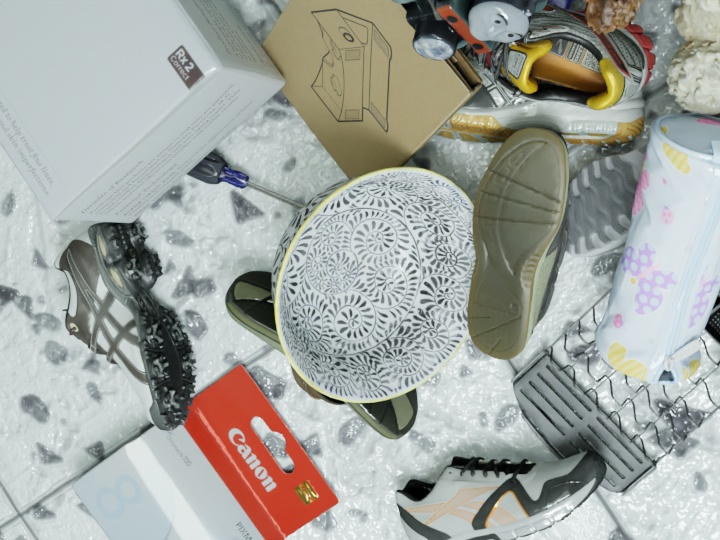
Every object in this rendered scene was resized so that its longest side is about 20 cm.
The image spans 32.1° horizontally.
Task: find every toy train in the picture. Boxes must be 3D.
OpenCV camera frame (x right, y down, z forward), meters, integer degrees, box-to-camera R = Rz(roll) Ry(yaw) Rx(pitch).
[{"bbox_3d":[0.092,-0.240,0.877,0.114,0.085,0.200,-4,60,40],"label":"toy train"}]

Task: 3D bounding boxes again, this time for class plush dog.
[{"bbox_3d":[0.235,-0.233,0.876,0.172,0.161,0.200,18,60,-7],"label":"plush dog"}]

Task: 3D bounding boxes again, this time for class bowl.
[{"bbox_3d":[0.000,0.000,1.040,0.200,0.094,0.201,-11,114,-27],"label":"bowl"}]

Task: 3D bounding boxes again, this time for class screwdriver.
[{"bbox_3d":[-0.085,-0.071,1.109,0.200,0.029,0.028,22,104,4],"label":"screwdriver"}]

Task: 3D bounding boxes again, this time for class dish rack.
[{"bbox_3d":[0.228,0.088,1.032,0.153,0.055,0.200,46,107,5],"label":"dish rack"}]

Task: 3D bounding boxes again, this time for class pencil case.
[{"bbox_3d":[0.231,-0.015,0.916,0.083,0.091,0.200,12,118,6],"label":"pencil case"}]

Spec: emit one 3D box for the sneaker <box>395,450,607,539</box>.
[{"bbox_3d":[0.112,0.189,1.061,0.200,0.074,0.080,-27,86,25],"label":"sneaker"}]

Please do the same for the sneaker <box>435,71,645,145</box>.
[{"bbox_3d":[0.130,-0.151,1.019,0.200,0.076,0.088,3,86,9],"label":"sneaker"}]

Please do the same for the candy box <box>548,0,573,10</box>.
[{"bbox_3d":[0.114,-0.314,0.985,0.169,0.077,0.200,20,102,10],"label":"candy box"}]

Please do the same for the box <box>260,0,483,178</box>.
[{"bbox_3d":[-0.001,-0.163,1.003,0.164,0.021,0.200,52,149,3],"label":"box"}]

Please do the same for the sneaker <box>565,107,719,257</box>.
[{"bbox_3d":[0.244,-0.065,0.994,0.200,0.082,0.075,-33,59,34],"label":"sneaker"}]

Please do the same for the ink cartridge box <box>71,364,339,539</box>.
[{"bbox_3d":[-0.144,0.207,1.151,0.200,0.047,0.160,-36,88,19],"label":"ink cartridge box"}]

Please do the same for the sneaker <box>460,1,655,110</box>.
[{"bbox_3d":[0.117,-0.174,0.932,0.200,0.082,0.078,19,124,16],"label":"sneaker"}]

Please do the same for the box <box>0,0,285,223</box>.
[{"bbox_3d":[-0.209,-0.176,1.049,0.200,0.131,0.199,-39,78,17],"label":"box"}]

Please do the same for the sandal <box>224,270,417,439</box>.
[{"bbox_3d":[-0.033,0.075,1.097,0.201,0.080,0.057,37,134,8],"label":"sandal"}]

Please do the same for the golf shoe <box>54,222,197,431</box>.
[{"bbox_3d":[-0.215,0.056,1.136,0.094,0.078,0.200,-22,81,20],"label":"golf shoe"}]

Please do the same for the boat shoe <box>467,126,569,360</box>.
[{"bbox_3d":[0.132,-0.026,1.017,0.072,0.066,0.201,18,117,22],"label":"boat shoe"}]
